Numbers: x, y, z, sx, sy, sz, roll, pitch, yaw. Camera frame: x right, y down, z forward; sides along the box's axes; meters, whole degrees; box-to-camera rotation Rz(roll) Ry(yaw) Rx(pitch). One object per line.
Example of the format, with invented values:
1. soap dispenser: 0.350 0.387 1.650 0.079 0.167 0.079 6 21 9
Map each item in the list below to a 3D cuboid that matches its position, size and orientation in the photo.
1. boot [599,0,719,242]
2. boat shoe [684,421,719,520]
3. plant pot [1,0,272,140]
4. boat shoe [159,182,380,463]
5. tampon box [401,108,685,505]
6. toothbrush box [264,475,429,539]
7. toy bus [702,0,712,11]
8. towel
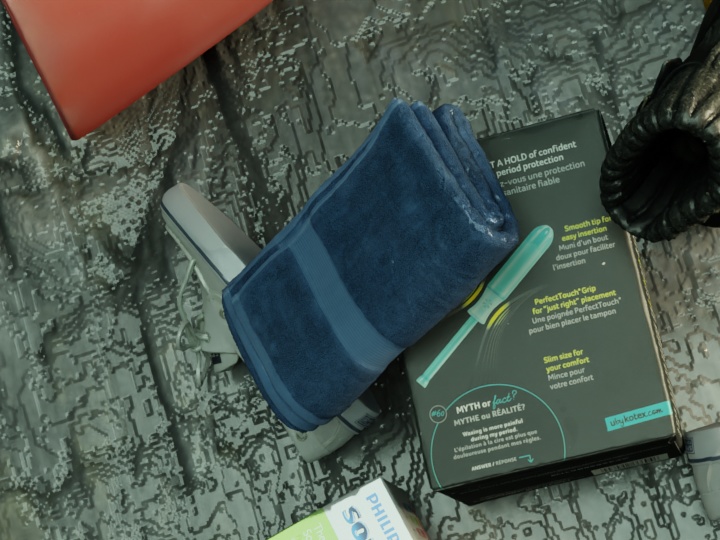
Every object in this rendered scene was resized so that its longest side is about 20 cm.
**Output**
1. boot: 0.195 -0.063 1.072 0.079 0.211 0.158 20 54 17
2. boat shoe: 0.300 0.107 1.117 0.199 0.074 0.066 -13 86 14
3. plant pot: -0.153 -0.210 1.201 0.177 0.200 0.201 -28 75 -6
4. boat shoe: -0.080 0.041 1.196 0.086 0.075 0.202 -41 82 9
5. tampon box: 0.102 0.027 1.131 0.149 0.126 0.201 -14 77 9
6. toothbrush box: -0.033 0.239 1.134 0.200 0.086 0.146 -30 75 4
7. toy bus: 0.292 -0.215 1.158 0.192 0.136 0.200 32 83 30
8. towel: 0.000 0.000 1.071 0.200 0.048 0.112 -44 61 32
